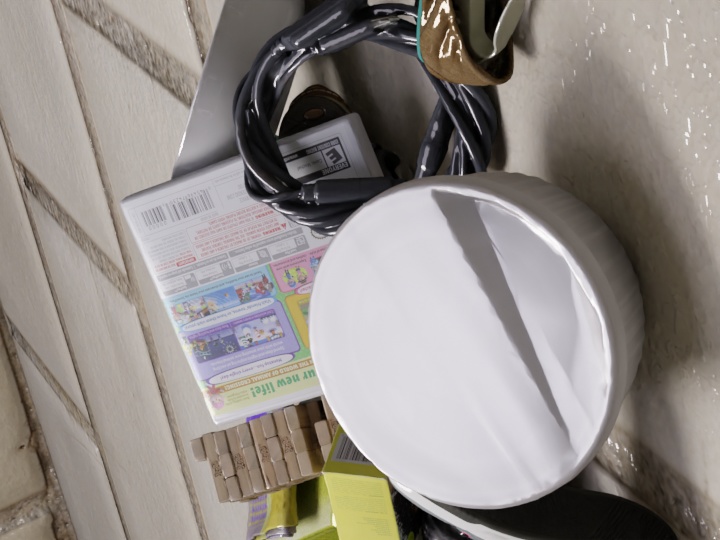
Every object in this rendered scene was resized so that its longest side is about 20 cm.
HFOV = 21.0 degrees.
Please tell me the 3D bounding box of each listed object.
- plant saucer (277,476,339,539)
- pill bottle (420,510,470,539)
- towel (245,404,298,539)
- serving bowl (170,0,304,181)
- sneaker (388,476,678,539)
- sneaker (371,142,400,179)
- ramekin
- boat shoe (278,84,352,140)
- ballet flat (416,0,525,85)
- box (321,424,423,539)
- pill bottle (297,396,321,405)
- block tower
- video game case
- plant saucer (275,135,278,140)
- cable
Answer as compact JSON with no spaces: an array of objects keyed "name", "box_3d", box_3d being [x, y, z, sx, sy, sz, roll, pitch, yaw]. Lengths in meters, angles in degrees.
[{"name":"plant saucer","box_3d":[0.024,0.230,1.543,0.199,0.048,0.200,34,156,-8]},{"name":"pill bottle","box_3d":[0.103,0.207,1.377,0.112,0.111,0.201,43,150,51]},{"name":"towel","box_3d":[-0.076,0.121,1.558,0.144,0.023,0.201,145,124,-75]},{"name":"serving bowl","box_3d":[-0.083,-0.147,1.446,0.200,0.065,0.201,-162,90,-85]},{"name":"sneaker","box_3d":[0.091,0.177,1.244,0.084,0.199,0.121,-76,13,-48]},{"name":"sneaker","box_3d":[0.000,0.000,1.415,0.077,0.111,0.201,-56,-40,-63]},{"name":"ramekin","box_3d":[0.077,0.033,1.152,0.201,0.094,0.203,10,110,28]},{"name":"boat shoe","box_3d":[-0.012,-0.050,1.477,0.074,0.075,0.201,-89,-10,-62]},{"name":"ballet flat","box_3d":[0.063,-0.186,1.114,0.072,0.068,0.201,27,141,33]},{"name":"box","box_3d":[0.019,0.186,1.380,0.201,0.050,0.075,79,-158,-43]},{"name":"pill bottle","box_3d":[-0.001,0.133,1.582,0.111,0.111,0.200,62,161,14]},{"name":"block tower","box_3d":[-0.022,0.120,1.425,0.054,0.199,0.058,8,-115,-69]},{"name":"video game case","box_3d":[-0.054,0.003,1.380,0.183,0.199,0.022,67,-154,-9]},{"name":"plant saucer","box_3d":[-0.049,-0.016,1.553,0.200,0.027,0.201,-12,-90,-81]},{"name":"cable","box_3d":[0.000,-0.096,1.288,0.200,0.051,0.164,-31,97,33]}]
